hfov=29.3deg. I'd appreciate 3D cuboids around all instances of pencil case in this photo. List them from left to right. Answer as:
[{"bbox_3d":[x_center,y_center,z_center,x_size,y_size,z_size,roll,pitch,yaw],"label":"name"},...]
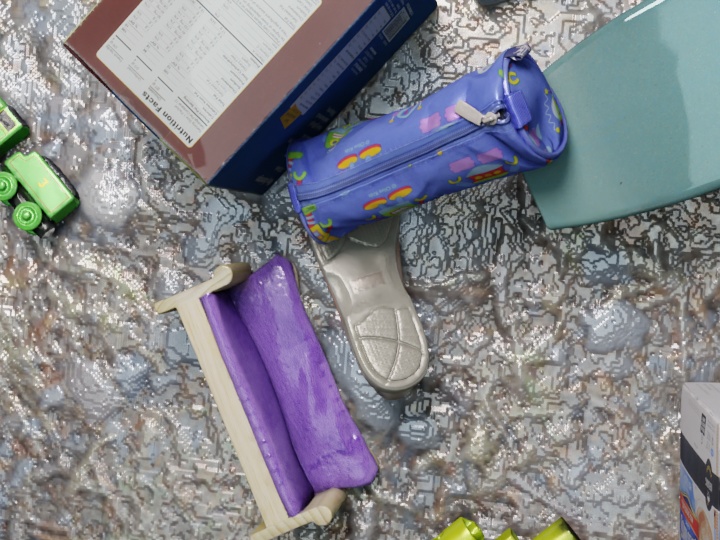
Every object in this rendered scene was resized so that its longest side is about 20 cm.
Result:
[{"bbox_3d":[0.040,-0.081,0.929,0.199,0.087,0.079,-19,88,28],"label":"pencil case"}]

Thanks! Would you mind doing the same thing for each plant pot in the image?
[{"bbox_3d":[0.207,-0.111,0.964,0.199,0.141,0.142,-25,89,14],"label":"plant pot"}]

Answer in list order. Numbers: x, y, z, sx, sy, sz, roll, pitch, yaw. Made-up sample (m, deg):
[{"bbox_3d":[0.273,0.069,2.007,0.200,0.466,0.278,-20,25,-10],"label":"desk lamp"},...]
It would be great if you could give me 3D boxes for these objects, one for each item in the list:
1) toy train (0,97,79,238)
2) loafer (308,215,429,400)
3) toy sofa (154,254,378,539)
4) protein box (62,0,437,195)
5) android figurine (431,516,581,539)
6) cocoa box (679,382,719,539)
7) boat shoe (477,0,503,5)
[{"bbox_3d":[-0.293,-0.112,1.067,0.056,0.042,0.200,-39,87,-4],"label":"toy train"},{"bbox_3d":[0.000,0.000,1.025,0.071,0.063,0.202,-11,72,-11],"label":"loafer"},{"bbox_3d":[-0.067,0.091,1.026,0.097,0.083,0.202,-23,89,8],"label":"toy sofa"},{"bbox_3d":[-0.065,-0.172,0.959,0.135,0.199,0.200,44,96,4],"label":"protein box"},{"bbox_3d":[0.101,0.281,1.034,0.200,0.041,0.182,-40,88,5],"label":"android figurine"},{"bbox_3d":[0.291,0.154,0.929,0.132,0.200,0.133,1,93,6],"label":"cocoa box"},{"bbox_3d":[0.163,-0.264,0.997,0.198,0.073,0.069,-23,83,22],"label":"boat shoe"}]
